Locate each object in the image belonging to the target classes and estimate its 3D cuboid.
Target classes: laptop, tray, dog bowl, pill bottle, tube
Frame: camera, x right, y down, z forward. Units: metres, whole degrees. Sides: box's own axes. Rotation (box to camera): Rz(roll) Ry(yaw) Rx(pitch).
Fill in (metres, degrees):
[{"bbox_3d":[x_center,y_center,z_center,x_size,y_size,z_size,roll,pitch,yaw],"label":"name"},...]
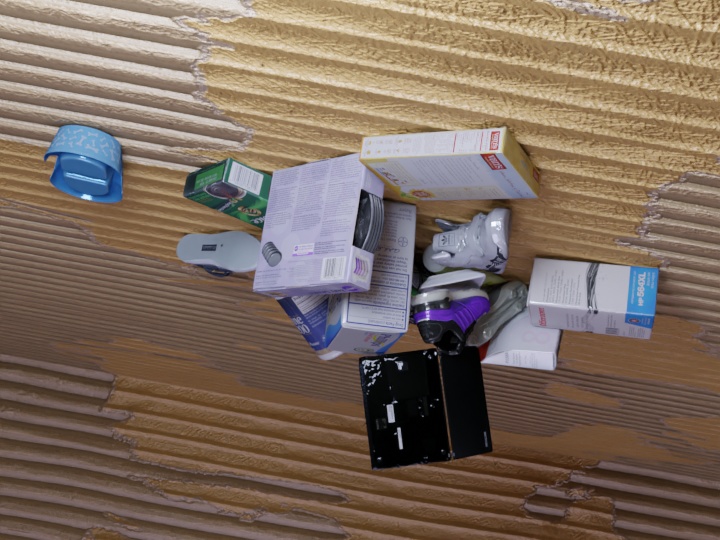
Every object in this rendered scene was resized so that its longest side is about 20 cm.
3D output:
[{"bbox_3d":[0.107,0.217,1.658,0.199,0.178,0.103,-8,172,1],"label":"laptop"},{"bbox_3d":[0.142,0.029,1.678,0.107,0.022,0.200,-11,168,-1],"label":"tray"},{"bbox_3d":[-0.405,-0.158,1.538,0.111,0.050,0.200,12,164,-8],"label":"dog bowl"},{"bbox_3d":[-0.078,0.040,1.713,0.200,0.111,0.111,54,149,-12],"label":"pill bottle"},{"bbox_3d":[0.173,0.002,1.735,0.058,0.052,0.200,38,-173,33],"label":"tube"}]

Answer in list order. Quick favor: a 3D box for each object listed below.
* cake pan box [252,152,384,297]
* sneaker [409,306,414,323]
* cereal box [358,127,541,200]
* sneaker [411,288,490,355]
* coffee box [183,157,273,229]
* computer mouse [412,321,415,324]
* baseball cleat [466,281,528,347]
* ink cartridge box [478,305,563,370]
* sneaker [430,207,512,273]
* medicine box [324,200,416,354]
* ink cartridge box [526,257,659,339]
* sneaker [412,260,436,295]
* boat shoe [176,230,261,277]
[{"bbox_3d":[-0.055,-0.060,1.424,0.199,0.185,0.052,-7,161,43],"label":"cake pan box"},{"bbox_3d":[0.015,0.042,1.893,0.199,0.078,0.082,24,-156,9],"label":"sneaker"},{"bbox_3d":[0.117,-0.133,1.330,0.199,0.040,0.144,0,161,28],"label":"cereal box"},{"bbox_3d":[0.146,0.084,1.633,0.069,0.100,0.200,-18,168,35],"label":"sneaker"},{"bbox_3d":[-0.153,-0.106,1.570,0.199,0.044,0.123,23,159,-36],"label":"coffee box"},{"bbox_3d":[0.091,0.092,1.989,0.058,0.034,0.200,7,-176,24],"label":"computer mouse"},{"bbox_3d":[0.203,0.081,1.784,0.199,0.070,0.106,-26,-170,-33],"label":"baseball cleat"},{"bbox_3d":[0.253,0.099,1.811,0.199,0.163,0.057,7,129,14],"label":"ink cartridge box"},{"bbox_3d":[0.163,-0.045,1.530,0.114,0.076,0.200,5,166,6],"label":"sneaker"},{"bbox_3d":[0.013,0.014,1.587,0.102,0.201,0.182,8,164,-8],"label":"medicine box"},{"bbox_3d":[0.379,0.046,1.688,0.199,0.085,0.146,7,164,14],"label":"ink cartridge box"},{"bbox_3d":[0.104,0.007,1.776,0.085,0.078,0.200,-29,145,11],"label":"sneaker"},{"bbox_3d":[-0.228,-0.026,1.848,0.199,0.071,0.091,7,166,35],"label":"boat shoe"}]
